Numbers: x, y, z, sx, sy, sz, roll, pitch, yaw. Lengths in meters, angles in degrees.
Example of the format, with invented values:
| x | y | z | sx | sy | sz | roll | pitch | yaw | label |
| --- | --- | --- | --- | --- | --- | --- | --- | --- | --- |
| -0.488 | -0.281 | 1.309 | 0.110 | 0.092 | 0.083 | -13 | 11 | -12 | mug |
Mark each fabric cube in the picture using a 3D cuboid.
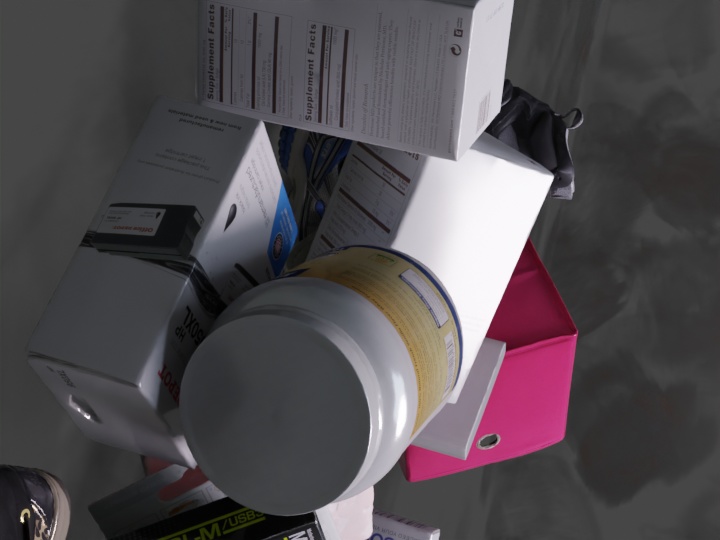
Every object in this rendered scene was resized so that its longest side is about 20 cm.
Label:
| x | y | z | sx | sy | sz | roll | pitch | yaw | label |
| --- | --- | --- | --- | --- | --- | --- | --- | --- | --- |
| 0.112 | 0.082 | 1.370 | 0.200 | 0.195 | 0.200 | 85 | -12 | -51 | fabric cube |

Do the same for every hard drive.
| x | y | z | sx | sy | sz | roll | pitch | yaw | label |
| --- | --- | --- | --- | --- | --- | --- | --- | --- | --- |
| 0.029 | 0.101 | 1.215 | 0.027 | 0.199 | 0.132 | 84 | 25 | -50 | hard drive |

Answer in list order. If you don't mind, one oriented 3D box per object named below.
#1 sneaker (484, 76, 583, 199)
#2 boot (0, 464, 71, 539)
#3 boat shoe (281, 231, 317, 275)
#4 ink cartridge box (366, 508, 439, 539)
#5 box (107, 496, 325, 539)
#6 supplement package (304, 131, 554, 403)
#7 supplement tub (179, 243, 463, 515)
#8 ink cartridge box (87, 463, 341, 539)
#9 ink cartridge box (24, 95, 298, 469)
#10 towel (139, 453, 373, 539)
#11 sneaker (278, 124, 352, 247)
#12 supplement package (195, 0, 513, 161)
| x | y | z | sx | sy | sz | roll | pitch | yaw | label |
| --- | --- | --- | --- | --- | --- | --- | --- | --- | --- |
| 0.123 | -0.065 | 1.069 | 0.075 | 0.113 | 0.201 | 35 | 75 | -79 | sneaker |
| -0.224 | 0.190 | 0.653 | 0.151 | 0.073 | 0.201 | 65 | 37 | -67 | boot |
| 0.000 | 0.000 | 1.101 | 0.201 | 0.072 | 0.061 | -17 | 154 | -46 | boat shoe |
| -0.044 | 0.311 | 1.155 | 0.043 | 0.196 | 0.201 | 27 | 77 | -72 | ink cartridge box |
| -0.112 | 0.232 | 0.890 | 0.200 | 0.193 | 0.048 | 77 | -10 | -56 | box |
| 0.041 | -0.017 | 0.968 | 0.117 | 0.117 | 0.201 | 44 | -65 | 57 | supplement package |
| -0.021 | 0.067 | 0.807 | 0.200 | 0.144 | 0.145 | -30 | 132 | -69 | supplement tub |
| -0.109 | 0.192 | 0.957 | 0.160 | 0.047 | 0.200 | -26 | 133 | -9 | ink cartridge box |
| -0.124 | 0.011 | 0.825 | 0.145 | 0.084 | 0.201 | 75 | 33 | -60 | ink cartridge box |
| -0.078 | 0.178 | 1.016 | 0.032 | 0.190 | 0.201 | -124 | -155 | -45 | towel |
| -0.022 | -0.065 | 1.112 | 0.200 | 0.085 | 0.077 | 86 | 24 | -50 | sneaker |
| -0.004 | -0.164 | 0.874 | 0.114 | 0.199 | 0.110 | -48 | 148 | -56 | supplement package |
